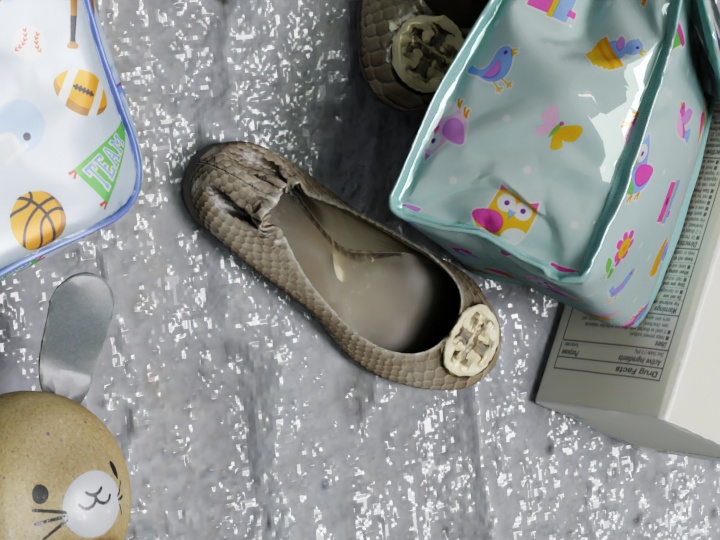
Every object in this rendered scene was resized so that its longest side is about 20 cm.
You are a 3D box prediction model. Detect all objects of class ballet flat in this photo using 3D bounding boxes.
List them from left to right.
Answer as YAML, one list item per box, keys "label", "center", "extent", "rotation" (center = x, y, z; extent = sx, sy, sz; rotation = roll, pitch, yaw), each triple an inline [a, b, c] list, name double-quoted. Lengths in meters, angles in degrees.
- label: "ballet flat"
  center: [0.000, 0.000, 1.240]
  extent: [0.200, 0.046, 0.067]
  rotation: [37, 73, -31]
- label: "ballet flat"
  center: [0.056, -0.170, 1.260]
  extent: [0.067, 0.046, 0.200]
  rotation: [33, 73, -33]

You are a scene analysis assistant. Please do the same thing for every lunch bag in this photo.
- label: "lunch bag"
  center: [-0.192, -0.066, 1.083]
  extent: [0.200, 0.076, 0.160]
  rotation: [-26, 105, -31]
- label: "lunch bag"
  center: [0.113, -0.086, 1.225]
  extent: [0.200, 0.122, 0.170]
  rotation: [-67, 163, -4]

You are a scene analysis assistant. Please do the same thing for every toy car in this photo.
- label: "toy car"
  center: [-0.126, 0.106, 1.092]
  extent: [0.164, 0.158, 0.200]
  rotation: [-15, 98, -45]

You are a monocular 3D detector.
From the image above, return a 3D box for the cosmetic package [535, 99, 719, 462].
- label: "cosmetic package"
  center: [0.178, -0.008, 1.334]
  extent: [0.087, 0.103, 0.200]
  rotation: [26, 79, -35]
